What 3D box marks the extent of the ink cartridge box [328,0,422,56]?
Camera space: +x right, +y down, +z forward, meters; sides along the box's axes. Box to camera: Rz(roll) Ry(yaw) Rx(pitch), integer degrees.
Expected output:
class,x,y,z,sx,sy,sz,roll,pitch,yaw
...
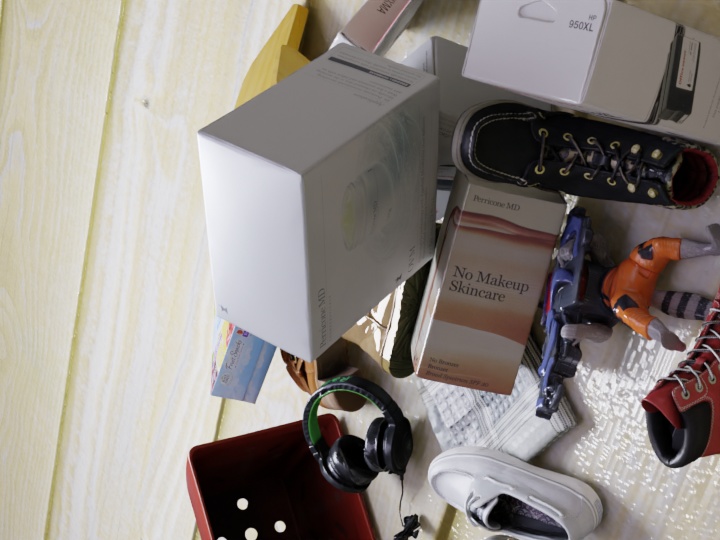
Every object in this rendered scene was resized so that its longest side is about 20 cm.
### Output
class,x,y,z,sx,sy,sz,roll,pitch,yaw
ink cartridge box,0.033,-0.271,1.268,0.045,0.200,0.176,35,134,-2

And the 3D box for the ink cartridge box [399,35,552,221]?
class,x,y,z,sx,sy,sz,roll,pitch,yaw
ink cartridge box,0.075,-0.134,1.245,0.200,0.144,0.084,-32,52,52

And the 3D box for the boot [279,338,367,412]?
class,x,y,z,sx,sy,sz,roll,pitch,yaw
boot,-0.061,0.074,1.525,0.155,0.073,0.201,10,112,65

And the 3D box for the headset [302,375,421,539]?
class,x,y,z,sx,sy,sz,roll,pitch,yaw
headset,0.007,0.220,1.435,0.123,0.094,0.201,-30,96,31

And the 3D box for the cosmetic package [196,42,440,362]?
class,x,y,z,sx,sy,sz,roll,pitch,yaw
cosmetic package,-0.031,-0.064,1.120,0.123,0.200,0.200,25,135,30

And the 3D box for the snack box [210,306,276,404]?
class,x,y,z,sx,sy,sz,roll,pitch,yaw
snack box,-0.140,0.039,1.588,0.201,0.067,0.169,-94,22,-53

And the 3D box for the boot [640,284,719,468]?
class,x,y,z,sx,sy,sz,roll,pitch,yaw
boot,0.286,0.056,0.993,0.072,0.144,0.201,17,107,54

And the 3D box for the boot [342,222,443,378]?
class,x,y,z,sx,sy,sz,roll,pitch,yaw
boot,0.000,0.000,1.323,0.200,0.066,0.176,33,108,44

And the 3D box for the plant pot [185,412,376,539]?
class,x,y,z,sx,sy,sz,roll,pitch,yaw
plant pot,-0.117,0.317,1.575,0.176,0.199,0.201,131,125,-61

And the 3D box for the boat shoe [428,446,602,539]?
class,x,y,z,sx,sy,sz,roll,pitch,yaw
boat shoe,0.142,0.233,1.249,0.199,0.068,0.072,16,120,35

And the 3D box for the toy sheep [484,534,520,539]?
class,x,y,z,sx,sy,sz,roll,pitch,yaw
toy sheep,0.132,0.347,1.267,0.200,0.137,0.138,-48,56,27

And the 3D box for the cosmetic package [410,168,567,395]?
class,x,y,z,sx,sy,sz,roll,pitch,yaw
cosmetic package,0.120,0.007,1.198,0.087,0.103,0.201,-94,15,-70

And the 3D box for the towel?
class,x,y,z,sx,sy,sz,roll,pitch,yaw
towel,0.127,0.128,1.320,0.200,0.034,0.193,-52,55,45

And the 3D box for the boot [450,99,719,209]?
class,x,y,z,sx,sy,sz,roll,pitch,yaw
boot,0.192,-0.097,1.058,0.153,0.203,0.074,17,100,48

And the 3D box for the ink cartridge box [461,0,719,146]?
class,x,y,z,sx,sy,sz,roll,pitch,yaw
ink cartridge box,0.205,-0.167,1.014,0.144,0.199,0.085,25,102,51

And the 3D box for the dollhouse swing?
class,x,y,z,sx,sy,sz,roll,pitch,yaw
dollhouse swing,-0.074,-0.194,1.554,0.181,0.176,0.200,37,138,-7

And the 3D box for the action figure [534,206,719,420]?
class,x,y,z,sx,sy,sz,roll,pitch,yaw
action figure,0.228,0.047,1.113,0.193,0.104,0.201,-4,67,59
